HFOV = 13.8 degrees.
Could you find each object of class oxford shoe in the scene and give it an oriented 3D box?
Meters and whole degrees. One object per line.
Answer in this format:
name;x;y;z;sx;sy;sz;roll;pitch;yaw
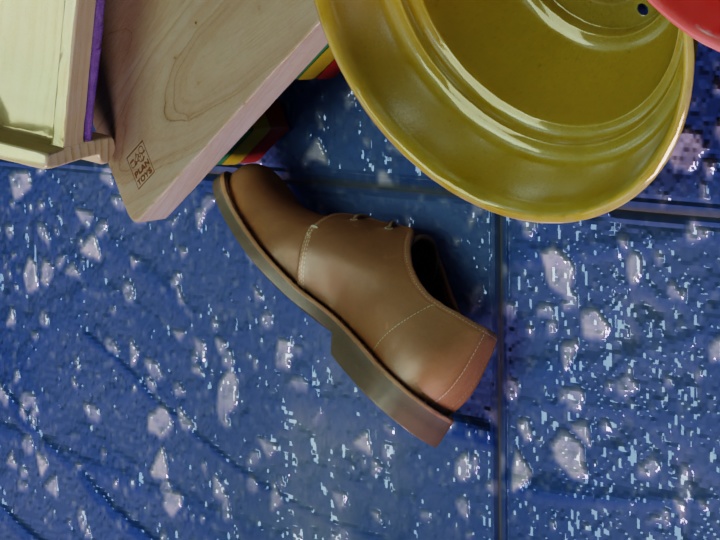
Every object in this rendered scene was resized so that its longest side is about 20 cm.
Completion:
oxford shoe;0.000;0.000;1.423;0.071;0.071;0.200;-51;51;7

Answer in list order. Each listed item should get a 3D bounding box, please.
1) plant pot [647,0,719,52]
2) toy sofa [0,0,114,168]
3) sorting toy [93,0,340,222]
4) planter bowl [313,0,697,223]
plant pot;0.172;-0.200;1.049;0.201;0.177;0.201;51;160;27
toy sofa;-0.155;-0.157;1.470;0.082;0.097;0.201;13;106;24
sorting toy;-0.073;-0.161;1.473;0.200;0.069;0.200;-44;61;45
planter bowl;0.079;-0.128;1.260;0.200;0.083;0.201;23;129;32
